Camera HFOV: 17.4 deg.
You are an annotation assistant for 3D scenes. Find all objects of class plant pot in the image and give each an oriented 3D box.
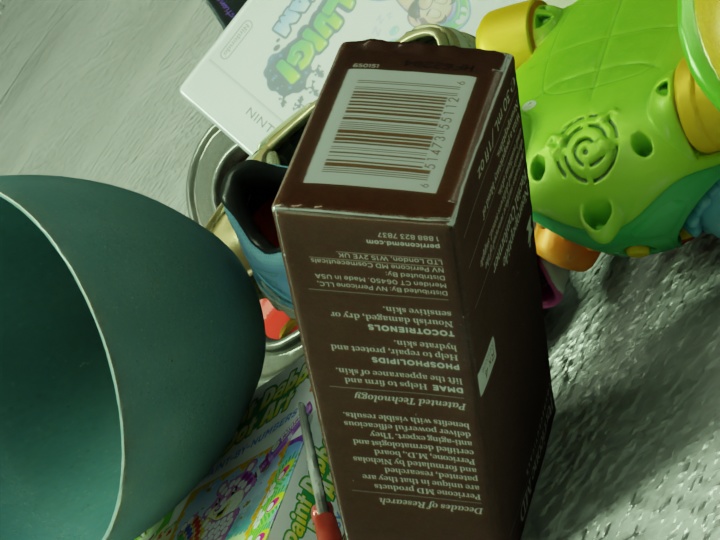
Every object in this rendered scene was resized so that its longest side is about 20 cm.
[{"bbox_3d":[-0.128,0.039,1.195,0.135,0.200,0.200,-17,-9,-40],"label":"plant pot"}]

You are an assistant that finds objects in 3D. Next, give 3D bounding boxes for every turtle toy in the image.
[{"bbox_3d":[0.125,-0.073,0.995,0.146,0.101,0.200,-11,36,30],"label":"turtle toy"}]

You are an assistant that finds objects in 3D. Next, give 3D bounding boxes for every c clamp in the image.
[{"bbox_3d":[-0.037,-0.040,1.330,0.171,0.027,0.200,-23,66,35],"label":"c clamp"}]

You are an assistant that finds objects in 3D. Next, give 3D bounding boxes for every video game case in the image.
[{"bbox_3d":[0.022,-0.123,1.284,0.200,0.182,0.024,-51,-26,5],"label":"video game case"}]

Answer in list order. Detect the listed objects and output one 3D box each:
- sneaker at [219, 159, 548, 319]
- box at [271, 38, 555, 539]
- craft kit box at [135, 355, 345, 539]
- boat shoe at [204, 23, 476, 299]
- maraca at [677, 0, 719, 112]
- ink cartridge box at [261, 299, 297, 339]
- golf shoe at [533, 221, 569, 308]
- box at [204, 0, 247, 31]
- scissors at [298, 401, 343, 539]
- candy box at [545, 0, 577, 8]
[{"bbox_3d":[0.000,0.000,1.118,0.200,0.090,0.078,22,71,42],"label":"sneaker"},{"bbox_3d":[0.026,0.019,0.921,0.075,0.200,0.100,6,46,15],"label":"box"},{"bbox_3d":[-0.074,0.146,1.177,0.200,0.049,0.198,-36,20,42],"label":"craft kit box"},{"bbox_3d":[-0.018,-0.058,1.236,0.201,0.073,0.063,-36,-22,19],"label":"boat shoe"},{"bbox_3d":[0.203,-0.122,0.865,0.200,0.137,0.107,-50,-11,-12],"label":"maraca"},{"bbox_3d":[-0.026,-0.045,1.422,0.161,0.050,0.200,-48,16,14],"label":"ink cartridge box"},{"bbox_3d":[0.078,-0.030,1.064,0.200,0.092,0.075,-29,-11,-38],"label":"golf shoe"},{"bbox_3d":[0.019,-0.189,1.400,0.200,0.106,0.122,-27,23,14],"label":"box"},{"bbox_3d":[-0.015,0.121,1.047,0.014,0.073,0.200,-14,17,-3],"label":"scissors"},{"bbox_3d":[0.175,-0.185,1.153,0.200,0.026,0.102,-45,17,-18],"label":"candy box"}]
